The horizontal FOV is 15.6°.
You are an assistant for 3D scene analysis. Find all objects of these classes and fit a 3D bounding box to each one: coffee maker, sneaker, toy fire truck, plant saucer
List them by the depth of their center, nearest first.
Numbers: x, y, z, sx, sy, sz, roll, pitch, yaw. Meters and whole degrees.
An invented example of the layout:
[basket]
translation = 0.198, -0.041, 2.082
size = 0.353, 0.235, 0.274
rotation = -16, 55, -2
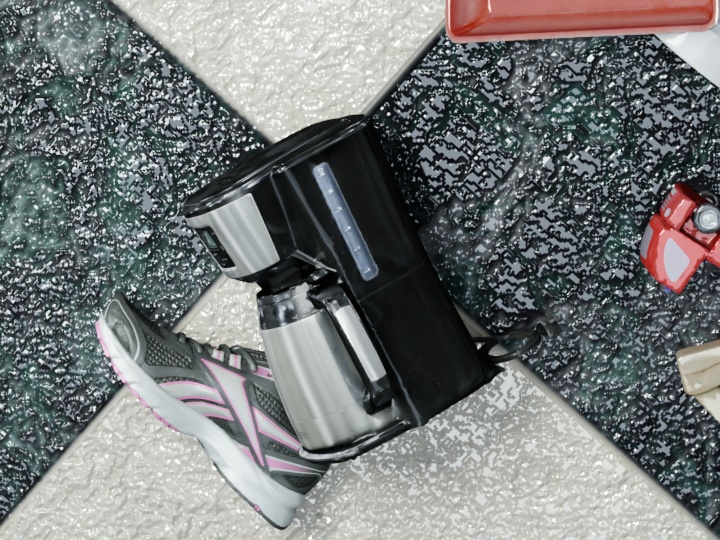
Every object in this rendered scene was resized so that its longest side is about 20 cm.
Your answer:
[plant saucer]
translation = 0.146, -0.247, 1.664
size = 0.199, 0.037, 0.201
rotation = 1, 91, 35
[coffee maker]
translation = 0.000, 0.000, 1.747
size = 0.134, 0.192, 0.201
rotation = -14, 104, 50
[toy fire truck]
translation = 0.261, 0.048, 1.775
size = 0.199, 0.049, 0.142
rotation = 31, 104, -4
[sneaker]
translation = -0.095, 0.079, 1.802
size = 0.086, 0.080, 0.200
rotation = -46, 105, 0

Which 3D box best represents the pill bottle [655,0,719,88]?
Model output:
[pill bottle]
translation = 0.270, -0.218, 1.676
size = 0.114, 0.114, 0.200
rotation = 38, 104, -6
